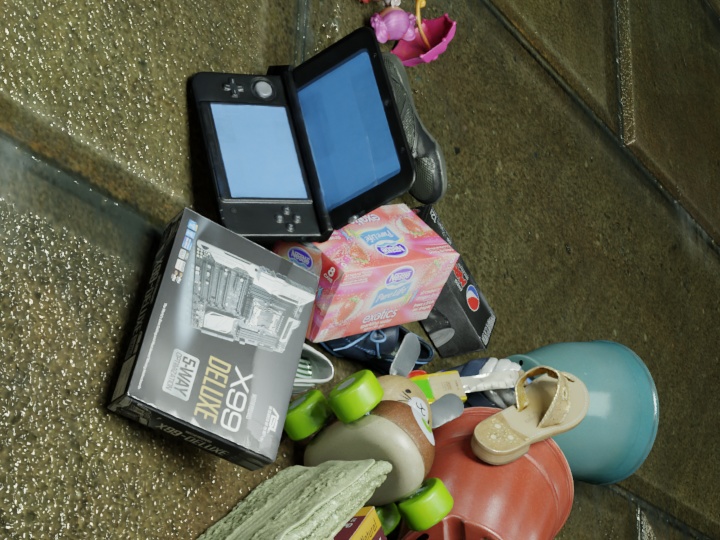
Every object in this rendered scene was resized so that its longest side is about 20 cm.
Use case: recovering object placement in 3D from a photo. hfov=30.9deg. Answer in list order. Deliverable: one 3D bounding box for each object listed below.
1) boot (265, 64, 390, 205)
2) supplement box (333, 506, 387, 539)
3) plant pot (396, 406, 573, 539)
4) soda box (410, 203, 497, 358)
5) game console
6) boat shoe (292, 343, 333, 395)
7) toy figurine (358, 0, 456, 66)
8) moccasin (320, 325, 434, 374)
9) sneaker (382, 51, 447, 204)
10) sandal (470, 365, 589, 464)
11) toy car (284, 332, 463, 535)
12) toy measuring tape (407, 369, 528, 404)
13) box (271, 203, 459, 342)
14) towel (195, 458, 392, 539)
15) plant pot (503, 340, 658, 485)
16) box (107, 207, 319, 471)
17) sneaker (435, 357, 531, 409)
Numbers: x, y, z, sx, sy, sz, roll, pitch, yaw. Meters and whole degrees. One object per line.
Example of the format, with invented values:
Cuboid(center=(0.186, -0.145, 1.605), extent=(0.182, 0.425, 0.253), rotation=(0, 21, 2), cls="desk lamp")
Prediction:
Cuboid(center=(-0.044, -0.122, 1.479), extent=(0.199, 0.065, 0.167), rotation=(29, 59, -50), cls="boot")
Cuboid(center=(-0.045, 0.368, 1.237), extent=(0.197, 0.132, 0.202), rotation=(-44, 116, -54), cls="supplement box")
Cuboid(center=(0.126, 0.287, 1.449), extent=(0.203, 0.199, 0.195), rotation=(67, 23, -15), cls="plant pot")
Cuboid(center=(0.097, 0.016, 1.650), extent=(0.201, 0.070, 0.064), rotation=(58, 35, -29), cls="soda box")
Cuboid(center=(-0.063, -0.142, 1.311), extent=(0.174, 0.117, 0.202), rotation=(0, 60, -27), cls="game console")
Cuboid(center=(-0.103, 0.079, 1.309), extent=(0.199, 0.066, 0.075), rotation=(18, 64, -53), cls="boat shoe")
Cuboid(center=(0.056, -0.360, 1.689), extent=(0.198, 0.149, 0.187), rotation=(-8, 95, -37), cls="toy figurine")
Cuboid(center=(0.017, 0.066, 1.506), extent=(0.199, 0.068, 0.082), rotation=(24, 60, -53), cls="moccasin")
Cuboid(center=(0.037, -0.166, 1.620), extent=(0.114, 0.076, 0.201), rotation=(-35, 106, -55), cls="sneaker")
Cuboid(center=(0.204, 0.143, 1.464), extent=(0.211, 0.077, 0.070), rotation=(-27, 142, -44), cls="sandal")
Cuboid(center=(0.042, 0.159, 1.385), extent=(0.165, 0.157, 0.200), rotation=(57, 44, -9), cls="toy car")
Cuboid(center=(0.103, 0.153, 1.564), extent=(0.198, 0.073, 0.075), rotation=(-6, 82, -23), cls="toy measuring tape")
Cuboid(center=(0.000, 0.000, 1.411), extent=(0.199, 0.095, 0.103), rotation=(-9, 44, -48), cls="box")
Cuboid(center=(-0.071, 0.232, 1.235), extent=(0.200, 0.147, 0.037), rotation=(-35, 106, -53), cls="towel")
Cuboid(center=(0.269, 0.190, 1.770), extent=(0.186, 0.199, 0.203), rotation=(8, 72, -41), cls="plant pot")
Cuboid(center=(-0.133, 0.065, 1.220), extent=(0.157, 0.050, 0.202), rotation=(28, 57, -23), cls="box")
Cuboid(center=(0.180, 0.204, 1.643), extent=(0.081, 0.145, 0.202), rotation=(-42, 115, -54), cls="sneaker")
